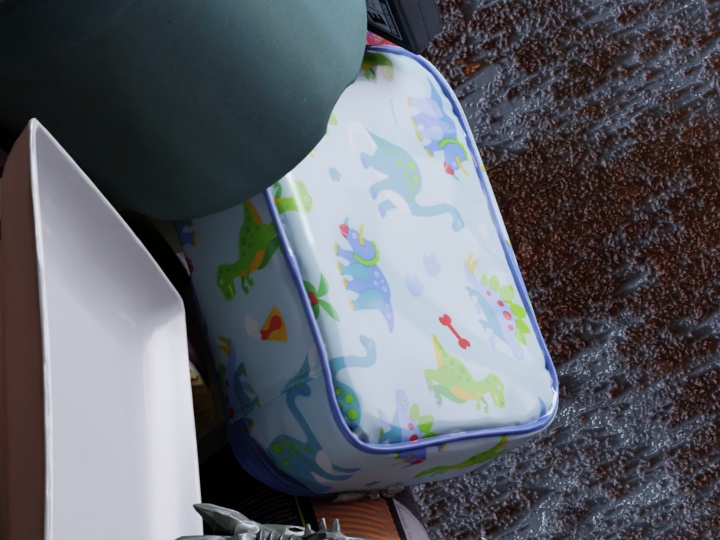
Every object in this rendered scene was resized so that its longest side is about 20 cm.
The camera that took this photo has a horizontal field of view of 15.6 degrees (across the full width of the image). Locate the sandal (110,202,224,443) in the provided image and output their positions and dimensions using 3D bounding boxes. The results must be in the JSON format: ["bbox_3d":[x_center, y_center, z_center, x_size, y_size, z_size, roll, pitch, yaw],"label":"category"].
[{"bbox_3d":[-0.098,0.041,1.286,0.070,0.077,0.213,49,-14,53],"label":"sandal"}]

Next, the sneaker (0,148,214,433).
[{"bbox_3d":[-0.120,0.013,1.126,0.200,0.074,0.091,62,8,-61],"label":"sneaker"}]

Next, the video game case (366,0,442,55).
[{"bbox_3d":[-0.059,-0.191,1.153,0.180,0.026,0.200,28,-18,26],"label":"video game case"}]

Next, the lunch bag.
[{"bbox_3d":[0.000,0.000,1.189,0.160,0.082,0.201,-6,71,-45],"label":"lunch bag"}]

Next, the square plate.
[{"bbox_3d":[-0.095,0.073,0.965,0.200,0.028,0.200,59,24,-67],"label":"square plate"}]

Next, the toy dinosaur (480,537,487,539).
[{"bbox_3d":[0.077,0.198,1.115,0.106,0.060,0.202,-115,-158,-82],"label":"toy dinosaur"}]

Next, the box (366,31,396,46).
[{"bbox_3d":[-0.072,-0.117,1.341,0.200,0.099,0.096,19,-49,59],"label":"box"}]

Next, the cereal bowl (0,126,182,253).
[{"bbox_3d":[-0.142,-0.092,1.285,0.200,0.083,0.201,44,-31,35],"label":"cereal bowl"}]

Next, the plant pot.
[{"bbox_3d":[-0.105,-0.129,1.063,0.196,0.200,0.201,44,16,-50],"label":"plant pot"}]

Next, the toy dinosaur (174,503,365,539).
[{"bbox_3d":[0.000,0.140,0.956,0.199,0.135,0.103,18,75,-33],"label":"toy dinosaur"}]

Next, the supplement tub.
[{"bbox_3d":[-0.020,0.155,1.196,0.123,0.122,0.200,62,3,-27],"label":"supplement tub"}]
